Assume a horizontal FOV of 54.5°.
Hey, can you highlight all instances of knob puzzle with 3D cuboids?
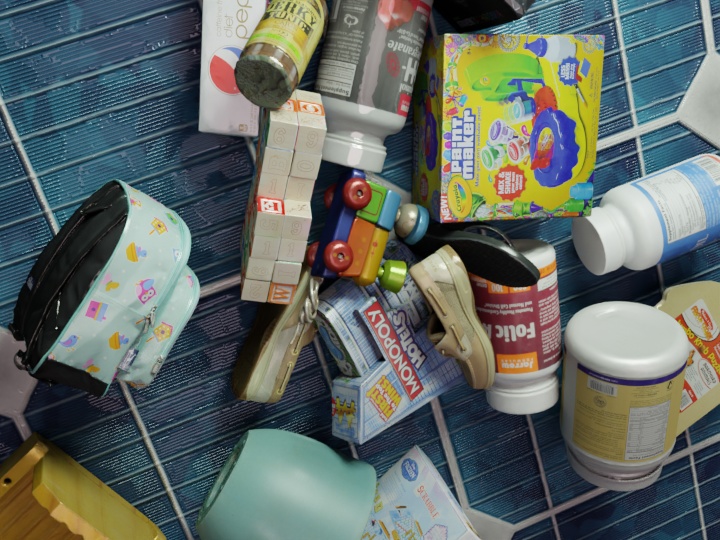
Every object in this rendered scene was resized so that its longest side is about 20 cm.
[{"bbox_3d":[0.465,0.101,0.969,0.216,0.030,0.223,-2,101,-11],"label":"knob puzzle"}]

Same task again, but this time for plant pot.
[{"bbox_3d":[-0.099,0.287,0.842,0.160,0.201,0.202,32,95,-7],"label":"plant pot"}]

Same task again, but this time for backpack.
[{"bbox_3d":[-0.260,0.013,0.743,0.152,0.175,0.202,24,97,-34],"label":"backpack"}]

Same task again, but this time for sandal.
[{"bbox_3d":[0.125,-0.035,0.818,0.048,0.199,0.076,-53,137,-18],"label":"sandal"}]

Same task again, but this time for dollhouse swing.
[{"bbox_3d":[-0.342,0.316,0.795,0.182,0.176,0.200,-43,110,0],"label":"dollhouse swing"}]

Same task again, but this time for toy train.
[{"bbox_3d":[0.000,0.000,0.790,0.114,0.084,0.203,18,85,-19],"label":"toy train"}]

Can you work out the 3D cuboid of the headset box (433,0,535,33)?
[{"bbox_3d":[0.093,-0.359,0.733,0.199,0.174,0.093,38,92,-20],"label":"headset box"}]

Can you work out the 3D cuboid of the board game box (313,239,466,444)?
[{"bbox_3d":[0.027,0.099,0.848,0.199,0.061,0.202,-40,112,-30],"label":"board game box"}]

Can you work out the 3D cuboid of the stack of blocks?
[{"bbox_3d":[-0.086,-0.079,0.753,0.058,0.116,0.202,7,125,-15],"label":"stack of blocks"}]

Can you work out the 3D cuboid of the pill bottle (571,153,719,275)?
[{"bbox_3d":[0.381,-0.067,0.907,0.197,0.112,0.114,-21,107,-7],"label":"pill bottle"}]

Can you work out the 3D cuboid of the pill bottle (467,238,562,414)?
[{"bbox_3d":[0.199,0.071,0.895,0.112,0.114,0.203,-12,105,-10],"label":"pill bottle"}]

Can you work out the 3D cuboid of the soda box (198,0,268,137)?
[{"bbox_3d":[-0.136,-0.251,0.760,0.067,0.064,0.203,4,102,-6],"label":"soda box"}]

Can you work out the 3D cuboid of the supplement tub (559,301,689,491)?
[{"bbox_3d":[0.326,0.158,0.881,0.143,0.146,0.203,-12,119,-10],"label":"supplement tub"}]

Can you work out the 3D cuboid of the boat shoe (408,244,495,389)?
[{"bbox_3d":[0.107,0.066,0.830,0.064,0.071,0.202,-26,118,-8],"label":"boat shoe"}]

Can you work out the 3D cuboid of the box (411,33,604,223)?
[{"bbox_3d":[0.166,-0.168,0.826,0.189,0.122,0.203,-4,104,-11],"label":"box"}]

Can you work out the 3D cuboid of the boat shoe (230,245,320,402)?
[{"bbox_3d":[-0.090,0.068,0.855,0.066,0.074,0.202,24,97,-33],"label":"boat shoe"}]

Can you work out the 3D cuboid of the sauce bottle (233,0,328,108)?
[{"bbox_3d":[-0.071,-0.253,0.723,0.064,0.202,0.065,9,142,7],"label":"sauce bottle"}]

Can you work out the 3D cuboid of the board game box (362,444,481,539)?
[{"bbox_3d":[0.039,0.346,0.881,0.199,0.200,0.041,-43,110,1],"label":"board game box"}]

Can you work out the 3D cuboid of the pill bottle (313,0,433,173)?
[{"bbox_3d":[0.007,-0.218,0.781,0.109,0.111,0.203,10,101,-15],"label":"pill bottle"}]
